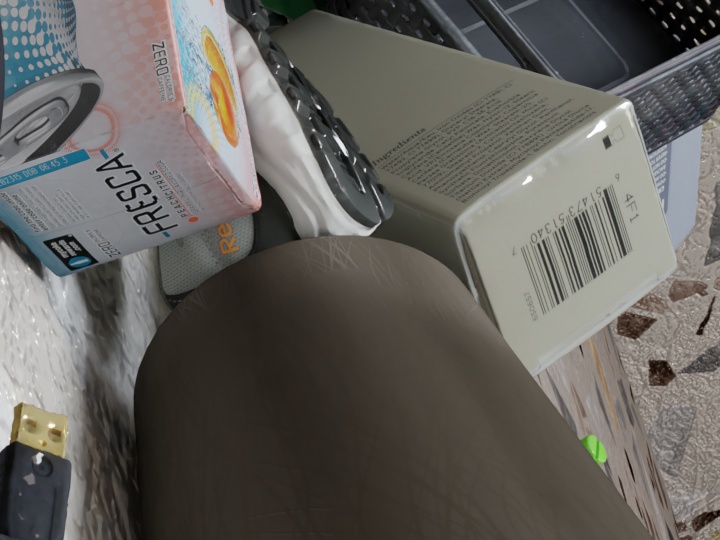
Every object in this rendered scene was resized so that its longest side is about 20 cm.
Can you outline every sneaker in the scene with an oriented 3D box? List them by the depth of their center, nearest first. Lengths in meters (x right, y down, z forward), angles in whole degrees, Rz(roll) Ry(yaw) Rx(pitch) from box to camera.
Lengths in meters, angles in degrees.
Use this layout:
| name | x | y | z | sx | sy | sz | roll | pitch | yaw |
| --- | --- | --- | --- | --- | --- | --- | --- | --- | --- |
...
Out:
| name | x | y | z | sx | sy | sz | roll | pitch | yaw |
| --- | --- | --- | --- | --- | --- | --- | --- | --- | --- |
| sneaker | -0.066 | -0.066 | 0.644 | 0.074 | 0.079 | 0.201 | 43 | 12 | -48 |

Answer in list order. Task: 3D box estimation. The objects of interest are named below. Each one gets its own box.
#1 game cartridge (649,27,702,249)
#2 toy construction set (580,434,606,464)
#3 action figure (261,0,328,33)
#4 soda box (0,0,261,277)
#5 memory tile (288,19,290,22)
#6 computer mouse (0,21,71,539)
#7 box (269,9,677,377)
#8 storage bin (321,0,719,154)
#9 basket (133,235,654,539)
| name | x | y | z | sx | sy | sz | roll | pitch | yaw |
| --- | --- | --- | --- | --- | --- | --- | --- | --- | --- |
| game cartridge | 0.105 | -0.026 | 0.996 | 0.199 | 0.041 | 0.134 | -34 | 138 | -39 |
| toy construction set | 0.081 | 0.070 | 1.151 | 0.131 | 0.092 | 0.201 | 38 | 19 | -28 |
| action figure | -0.041 | -0.185 | 0.970 | 0.118 | 0.054 | 0.201 | 32 | 43 | -43 |
| soda box | -0.084 | -0.105 | 0.584 | 0.064 | 0.068 | 0.201 | 55 | 19 | -59 |
| memory tile | -0.039 | -0.162 | 1.103 | 0.200 | 0.017 | 0.154 | -86 | 157 | -63 |
| computer mouse | -0.091 | -0.010 | 0.448 | 0.141 | 0.046 | 0.201 | 59 | 16 | -50 |
| box | 0.015 | -0.032 | 0.704 | 0.200 | 0.082 | 0.069 | 27 | -36 | 55 |
| storage bin | 0.096 | -0.122 | 0.906 | 0.199 | 0.094 | 0.135 | -28 | 73 | -41 |
| basket | 0.008 | 0.097 | 0.539 | 0.136 | 0.180 | 0.201 | 36 | 21 | -38 |
